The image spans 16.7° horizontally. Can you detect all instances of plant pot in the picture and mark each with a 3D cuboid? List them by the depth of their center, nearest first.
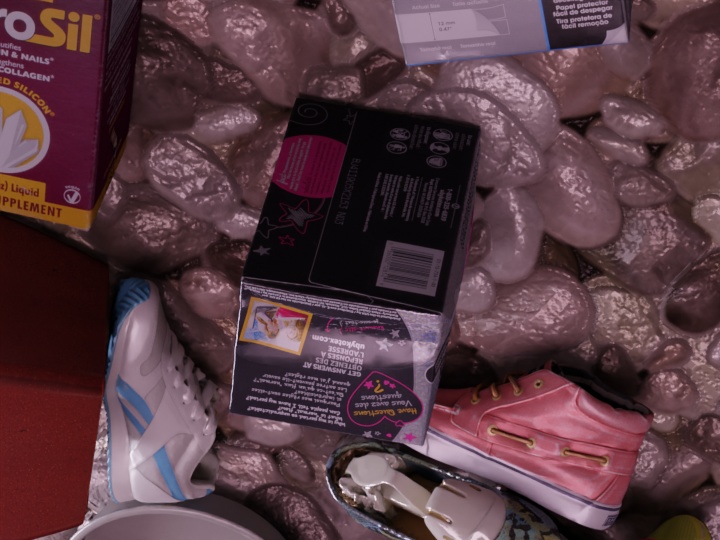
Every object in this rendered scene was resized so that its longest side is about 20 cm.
[{"bbox_3d":[-0.266,0.077,1.687,0.175,0.201,0.201,6,128,-9],"label":"plant pot"}]

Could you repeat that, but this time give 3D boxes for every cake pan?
[{"bbox_3d":[-0.130,0.239,1.858,0.198,0.037,0.201,6,130,7],"label":"cake pan"}]

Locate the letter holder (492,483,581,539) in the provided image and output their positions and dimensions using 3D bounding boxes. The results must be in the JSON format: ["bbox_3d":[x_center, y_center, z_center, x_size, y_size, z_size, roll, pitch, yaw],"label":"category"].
[{"bbox_3d":[0.119,0.269,1.801,0.200,0.101,0.142,41,137,-20],"label":"letter holder"}]

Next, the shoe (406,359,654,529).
[{"bbox_3d":[0.102,0.097,1.703,0.199,0.071,0.092,25,102,9],"label":"shoe"}]

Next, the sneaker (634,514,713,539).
[{"bbox_3d":[0.174,0.217,1.707,0.078,0.200,0.091,-20,103,51],"label":"sneaker"}]

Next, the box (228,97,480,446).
[{"bbox_3d":[0.000,0.000,1.562,0.131,0.201,0.115,10,129,3],"label":"box"}]

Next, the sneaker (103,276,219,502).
[{"bbox_3d":[-0.141,0.083,1.736,0.080,0.077,0.201,1,133,1],"label":"sneaker"}]

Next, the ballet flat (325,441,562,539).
[{"bbox_3d":[0.050,0.166,1.705,0.199,0.074,0.075,14,135,41],"label":"ballet flat"}]

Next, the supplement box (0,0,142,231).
[{"bbox_3d":[-0.212,-0.143,1.559,0.130,0.104,0.201,12,127,4],"label":"supplement box"}]

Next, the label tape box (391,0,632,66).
[{"bbox_3d":[0.080,-0.228,1.466,0.142,0.066,0.201,-4,127,14],"label":"label tape box"}]
